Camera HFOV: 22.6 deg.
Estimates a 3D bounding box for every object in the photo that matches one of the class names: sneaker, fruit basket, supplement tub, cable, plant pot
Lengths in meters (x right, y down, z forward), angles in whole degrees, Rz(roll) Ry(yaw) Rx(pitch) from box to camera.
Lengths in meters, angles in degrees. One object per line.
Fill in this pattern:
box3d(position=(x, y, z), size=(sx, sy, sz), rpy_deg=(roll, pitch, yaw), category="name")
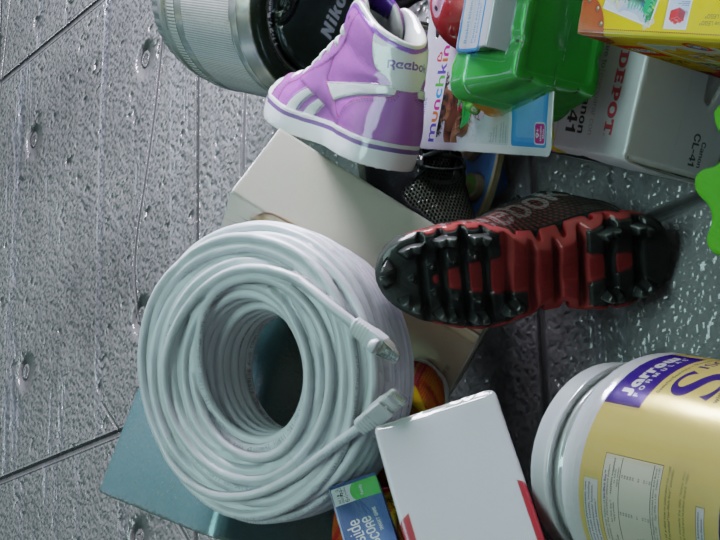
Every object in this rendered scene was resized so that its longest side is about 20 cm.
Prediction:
box3d(position=(0.011, 0.158, 1.255), size=(0.072, 0.077, 0.202), rpy_deg=(13, 112, 14), category="sneaker")
box3d(position=(-0.004, -0.142, 1.271), size=(0.200, 0.072, 0.115), rpy_deg=(26, 110, 59), category="sneaker")
box3d(position=(0.084, -0.171, 1.186), size=(0.200, 0.093, 0.187), rpy_deg=(13, 93, 60), category="fruit basket")
box3d(position=(0.206, 0.124, 1.027), size=(0.199, 0.144, 0.147), rpy_deg=(7, 87, 56), category="supplement tub")
box3d(position=(0.048, -0.104, 1.323), size=(0.114, 0.076, 0.201), rpy_deg=(-56, 41, 42), category="sneaker")
box3d(position=(-0.058, 0.066, 1.205), size=(0.200, 0.069, 0.200), rpy_deg=(-50, 64, 26), category="cable")
box3d(position=(-0.056, 0.107, 1.392), size=(0.196, 0.195, 0.202), rpy_deg=(7, 82, 56), category="plant pot")
box3d(position=(0.100, -0.009, 1.196), size=(0.098, 0.198, 0.072), rpy_deg=(-135, 41, -67), category="sneaker")

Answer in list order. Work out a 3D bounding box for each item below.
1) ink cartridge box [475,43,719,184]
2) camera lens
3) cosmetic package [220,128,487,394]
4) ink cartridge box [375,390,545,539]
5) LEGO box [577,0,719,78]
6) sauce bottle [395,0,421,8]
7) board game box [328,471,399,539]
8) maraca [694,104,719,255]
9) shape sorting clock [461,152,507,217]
box3d(position=(0.160, -0.149, 1.224), size=(0.200, 0.085, 0.149), rpy_deg=(18, 96, 58), category="ink cartridge box")
box3d(position=(-0.071, -0.226, 1.521), size=(0.199, 0.159, 0.162), rpy_deg=(20, 98, 56), category="camera lens")
box3d(position=(0.000, 0.000, 1.277), size=(0.073, 0.199, 0.104), rpy_deg=(-55, -8, -34), category="cosmetic package")
box3d(position=(0.078, 0.194, 1.155), size=(0.201, 0.083, 0.145), rpy_deg=(72, -178, -55), category="ink cartridge box")
box3d(position=(0.248, -0.152, 1.034), size=(0.199, 0.148, 0.078), rpy_deg=(15, 94, 57), category="LEGO box")
box3d(position=(0.084, -0.247, 1.328), size=(0.199, 0.065, 0.065), rpy_deg=(-30, 55, 25), category="sauce bottle")
box3d(position=(0.032, 0.245, 1.126), size=(0.201, 0.034, 0.136), rpy_deg=(-109, 1, -45), category="board game box")
box3d(position=(0.261, -0.029, 1.014), size=(0.200, 0.106, 0.138), rpy_deg=(42, 124, 46), category="maraca")
box3d(position=(0.053, -0.099, 1.411), size=(0.199, 0.039, 0.202), rpy_deg=(-21, 64, 52), category="shape sorting clock")
